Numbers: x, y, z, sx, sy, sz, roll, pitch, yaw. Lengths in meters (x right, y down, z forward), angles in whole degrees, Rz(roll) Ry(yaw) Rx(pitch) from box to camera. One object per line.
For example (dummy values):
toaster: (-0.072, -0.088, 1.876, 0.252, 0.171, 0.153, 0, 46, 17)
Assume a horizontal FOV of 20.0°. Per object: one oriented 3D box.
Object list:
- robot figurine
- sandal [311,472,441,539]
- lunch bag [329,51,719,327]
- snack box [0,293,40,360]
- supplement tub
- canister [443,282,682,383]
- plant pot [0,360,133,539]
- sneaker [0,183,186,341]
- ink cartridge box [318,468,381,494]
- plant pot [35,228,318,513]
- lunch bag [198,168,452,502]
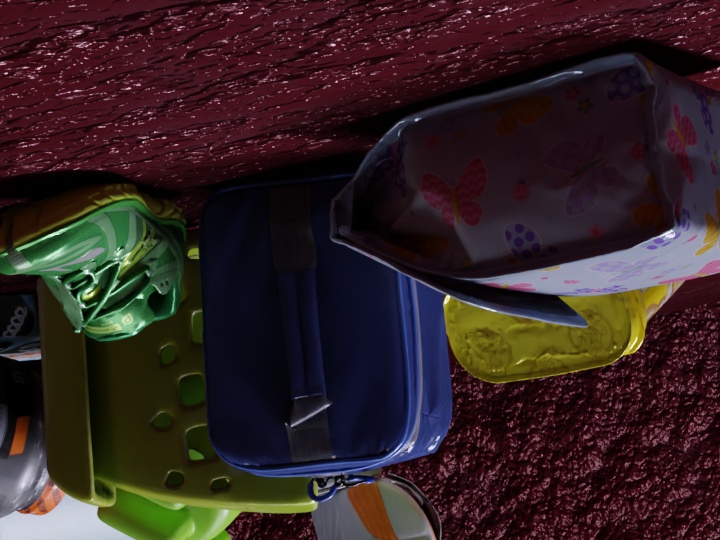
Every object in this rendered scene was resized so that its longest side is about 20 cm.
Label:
robot figurine: (-0.125, 0.139, 1.605, 0.116, 0.176, 0.200, 22, -149, 16)
sandal: (0.022, 0.208, 1.738, 0.059, 0.079, 0.207, -17, -176, -26)
lunch bag: (0.106, -0.035, 1.141, 0.200, 0.127, 0.170, -11, 170, 27)
snack box: (-0.269, 0.047, 1.614, 0.116, 0.037, 0.200, -17, 172, 35)
supplement tub: (-0.311, 0.112, 1.483, 0.200, 0.123, 0.122, 17, 159, -32)
canister: (0.169, 0.003, 1.537, 0.148, 0.087, 0.200, -12, -166, 32)
plant pot: (-0.296, 0.185, 1.824, 0.196, 0.200, 0.196, -6, -168, -36)
sneaker: (-0.145, -0.003, 1.163, 0.074, 0.084, 0.200, -13, 173, 20)
ink cartridge box: (-0.041, 0.119, 1.785, 0.083, 0.146, 0.200, -15, 176, -3)
plant pot: (-0.126, 0.073, 1.425, 0.181, 0.200, 0.199, -4, 174, -2)
lunch bag: (-0.025, 0.041, 1.250, 0.136, 0.200, 0.132, -8, 172, 16)
